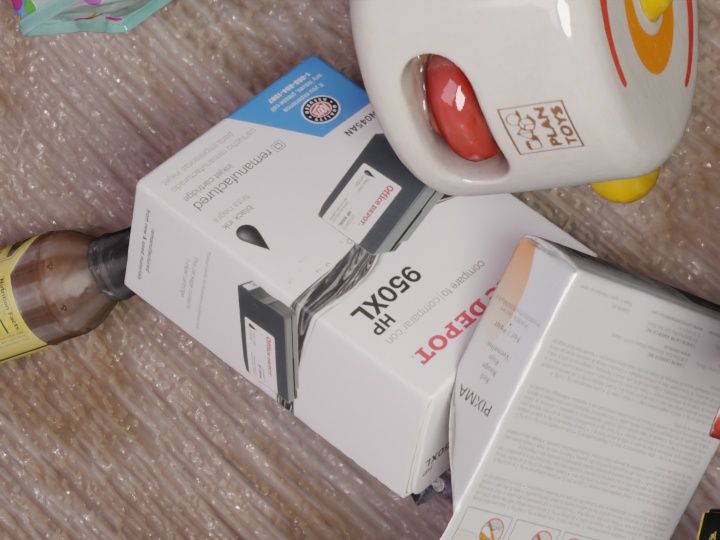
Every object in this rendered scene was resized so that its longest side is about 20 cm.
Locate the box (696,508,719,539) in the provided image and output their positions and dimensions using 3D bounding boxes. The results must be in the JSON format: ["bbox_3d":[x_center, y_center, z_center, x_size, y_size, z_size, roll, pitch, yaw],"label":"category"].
[{"bbox_3d":[0.246,0.211,1.336,0.199,0.049,0.161,13,84,-9],"label":"box"}]

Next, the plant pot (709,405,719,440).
[{"bbox_3d":[0.293,0.006,1.306,0.175,0.200,0.201,24,104,11],"label":"plant pot"}]

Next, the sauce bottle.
[{"bbox_3d":[-0.187,0.015,1.601,0.199,0.065,0.065,-17,86,24],"label":"sauce bottle"}]

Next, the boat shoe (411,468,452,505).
[{"bbox_3d":[0.039,0.091,1.495,0.199,0.072,0.068,30,110,18],"label":"boat shoe"}]

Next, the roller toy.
[{"bbox_3d":[0.089,-0.130,1.390,0.139,0.182,0.202,-5,91,26],"label":"roller toy"}]

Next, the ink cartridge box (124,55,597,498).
[{"bbox_3d":[0.000,0.000,1.452,0.200,0.144,0.085,36,142,21],"label":"ink cartridge box"}]

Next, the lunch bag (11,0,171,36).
[{"bbox_3d":[-0.113,-0.241,1.518,0.199,0.122,0.171,-28,80,30],"label":"lunch bag"}]

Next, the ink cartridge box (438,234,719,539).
[{"bbox_3d":[0.101,0.095,1.402,0.050,0.162,0.201,39,105,45],"label":"ink cartridge box"}]
